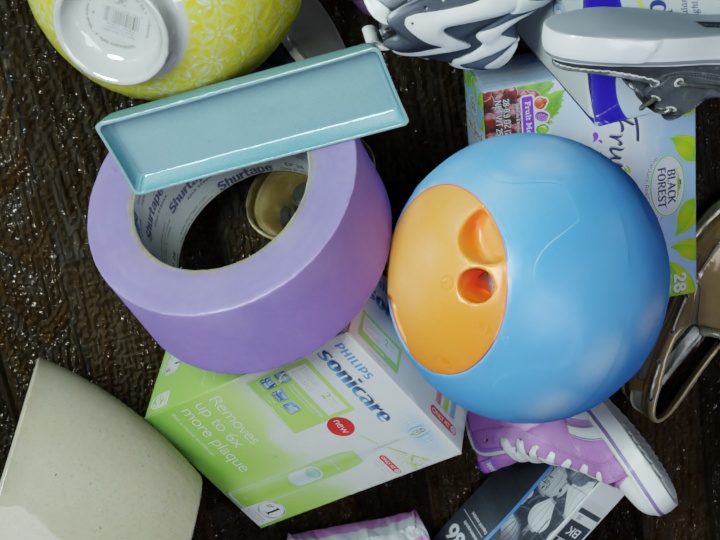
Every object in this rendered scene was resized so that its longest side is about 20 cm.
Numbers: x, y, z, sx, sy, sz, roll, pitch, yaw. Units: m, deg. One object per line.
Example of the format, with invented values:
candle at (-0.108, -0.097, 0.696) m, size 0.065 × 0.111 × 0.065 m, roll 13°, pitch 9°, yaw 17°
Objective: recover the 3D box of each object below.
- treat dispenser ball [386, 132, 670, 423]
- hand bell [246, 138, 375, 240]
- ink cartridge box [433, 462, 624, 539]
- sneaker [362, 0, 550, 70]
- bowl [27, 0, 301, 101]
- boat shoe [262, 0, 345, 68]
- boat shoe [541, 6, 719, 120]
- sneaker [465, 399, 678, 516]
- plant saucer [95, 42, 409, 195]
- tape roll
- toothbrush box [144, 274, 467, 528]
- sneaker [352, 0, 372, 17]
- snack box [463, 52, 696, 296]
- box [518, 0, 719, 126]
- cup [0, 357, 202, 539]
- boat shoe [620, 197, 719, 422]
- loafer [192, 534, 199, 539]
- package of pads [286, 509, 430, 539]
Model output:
treat dispenser ball at (0.116, 0.006, 1.258) m, size 0.198 × 0.201 × 0.203 m, roll -6°, pitch 117°, yaw -12°
hand bell at (0.000, 0.000, 1.376) m, size 0.103 × 0.104 × 0.201 m, roll -30°, pitch 133°, yaw 1°
ink cartridge box at (0.128, 0.217, 1.494) m, size 0.039 × 0.100 × 0.201 m, roll 30°, pitch 105°, yaw -37°
sneaker at (0.060, -0.205, 1.186) m, size 0.128 × 0.080 × 0.199 m, roll -5°, pitch 157°, yaw -22°
bowl at (-0.143, -0.182, 1.168) m, size 0.198 × 0.108 × 0.202 m, roll 10°, pitch 131°, yaw 11°
boat shoe at (-0.082, -0.184, 1.268) m, size 0.062 × 0.073 × 0.200 m, roll -28°, pitch 123°, yaw 30°
boat shoe at (0.207, -0.129, 1.158) m, size 0.198 × 0.070 × 0.067 m, roll -3°, pitch 115°, yaw -22°
sneaker at (0.157, 0.142, 1.423) m, size 0.114 × 0.201 × 0.073 m, roll -45°, pitch 148°, yaw 6°
plant saucer at (-0.071, -0.102, 1.187) m, size 0.198 × 0.019 × 0.070 m, roll -13°, pitch 136°, yaw 14°
tape roll at (-0.083, -0.036, 1.245) m, size 0.199 × 0.201 × 0.085 m, roll -30°, pitch 143°, yaw 1°
toothbrush box at (-0.038, 0.094, 1.351) m, size 0.199 × 0.087 × 0.146 m, roll -24°, pitch 125°, yaw 30°
sneaker at (0.072, -0.256, 1.271) m, size 0.200 × 0.076 × 0.087 m, roll -44°, pitch 129°, yaw 16°
snack box at (0.171, -0.070, 1.382) m, size 0.167 × 0.068 × 0.202 m, roll -9°, pitch 119°, yaw -8°
box at (0.220, -0.204, 1.264) m, size 0.198 × 0.184 × 0.106 m, roll -14°, pitch 120°, yaw -8°
cup at (-0.197, 0.181, 1.316) m, size 0.142 × 0.201 × 0.202 m, roll 17°, pitch 111°, yaw -10°
boat shoe at (0.282, 0.035, 1.461) m, size 0.071 × 0.076 × 0.202 m, roll 16°, pitch 110°, yaw -22°
loafer at (-0.154, 0.244, 1.449) m, size 0.072 × 0.073 × 0.200 m, roll -43°, pitch 120°, yaw 5°
package of pads at (0.002, 0.306, 1.520) m, size 0.119 × 0.076 × 0.202 m, roll -8°, pitch 118°, yaw -8°
